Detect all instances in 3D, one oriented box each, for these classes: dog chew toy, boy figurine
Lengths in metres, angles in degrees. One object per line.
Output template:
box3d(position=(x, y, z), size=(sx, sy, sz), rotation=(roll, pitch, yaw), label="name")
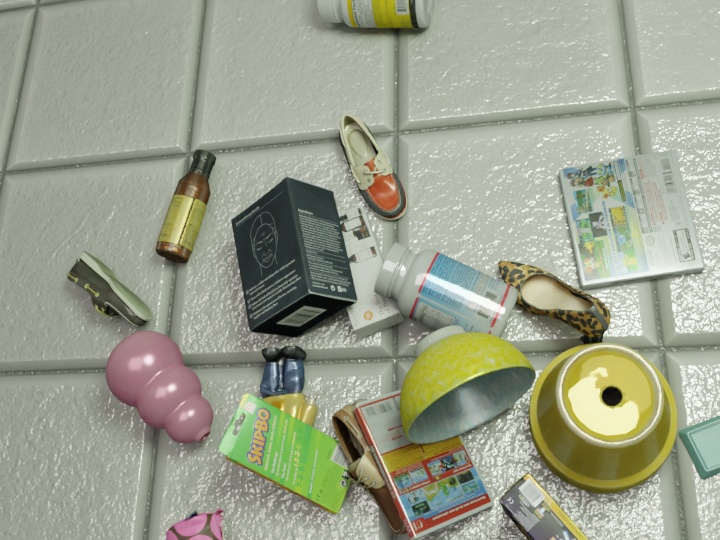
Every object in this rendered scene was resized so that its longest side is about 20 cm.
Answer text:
box3d(position=(-0.310, 0.191, 1.215), size=(0.125, 0.125, 0.200), rotation=(-44, 74, -5), label="dog chew toy")
box3d(position=(-0.127, 0.222, 1.185), size=(0.123, 0.065, 0.202), rotation=(-2, 67, 10), label="boy figurine")

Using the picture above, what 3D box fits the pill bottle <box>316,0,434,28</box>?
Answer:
box3d(position=(0.028, -0.498, 1.389), size=(0.197, 0.114, 0.116), rotation=(6, 71, 16), label="pill bottle")

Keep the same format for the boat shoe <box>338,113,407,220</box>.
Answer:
box3d(position=(0.018, -0.176, 1.299), size=(0.071, 0.063, 0.202), rotation=(-25, 67, 1), label="boat shoe")

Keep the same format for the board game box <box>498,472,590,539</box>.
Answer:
box3d(position=(0.264, 0.360, 0.978), size=(0.057, 0.166, 0.200), rotation=(-40, 65, -6), label="board game box")

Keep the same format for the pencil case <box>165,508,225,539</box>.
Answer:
box3d(position=(-0.218, 0.453, 1.110), size=(0.093, 0.091, 0.202), rotation=(-17, 68, -8), label="pencil case")

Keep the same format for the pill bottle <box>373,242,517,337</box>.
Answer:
box3d(position=(0.126, 0.036, 1.147), size=(0.198, 0.109, 0.110), rotation=(25, 77, 9), label="pill bottle")

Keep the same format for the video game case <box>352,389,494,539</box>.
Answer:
box3d(position=(0.089, 0.264, 1.097), size=(0.142, 0.017, 0.201), rotation=(-11, 62, -30), label="video game case")

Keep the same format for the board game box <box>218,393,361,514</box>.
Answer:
box3d(position=(-0.103, 0.266, 1.119), size=(0.199, 0.030, 0.096), rotation=(31, 62, -12), label="board game box")

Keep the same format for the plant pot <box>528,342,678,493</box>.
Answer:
box3d(position=(0.323, 0.184, 1.019), size=(0.198, 0.189, 0.203), rotation=(-4, 69, 11), label="plant pot")

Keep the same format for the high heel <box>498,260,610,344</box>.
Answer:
box3d(position=(0.276, 0.027, 1.113), size=(0.200, 0.143, 0.071), rotation=(40, 83, 23), label="high heel")

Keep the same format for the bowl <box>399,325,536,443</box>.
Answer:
box3d(position=(0.131, 0.142, 1.064), size=(0.198, 0.200, 0.108), rotation=(-27, 60, 3), label="bowl")

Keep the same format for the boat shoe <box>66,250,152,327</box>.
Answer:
box3d(position=(-0.434, 0.044, 1.327), size=(0.201, 0.072, 0.061), rotation=(37, 86, 30), label="boat shoe")

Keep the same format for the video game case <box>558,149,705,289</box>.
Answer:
box3d(position=(0.414, -0.080, 1.186), size=(0.180, 0.022, 0.202), rotation=(-9, 69, 10), label="video game case")

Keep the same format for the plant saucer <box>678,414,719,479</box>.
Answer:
box3d(position=(0.543, 0.214, 1.046), size=(0.198, 0.019, 0.071), rotation=(-23, 66, 4), label="plant saucer")

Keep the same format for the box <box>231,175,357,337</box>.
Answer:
box3d(position=(-0.108, -0.018, 1.215), size=(0.148, 0.106, 0.202), rotation=(-31, 62, 36), label="box")

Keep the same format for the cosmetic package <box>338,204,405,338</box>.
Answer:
box3d(position=(0.000, 0.000, 1.243), size=(0.082, 0.051, 0.202), rotation=(-22, 66, 6), label="cosmetic package")

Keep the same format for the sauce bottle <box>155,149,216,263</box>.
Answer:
box3d(position=(-0.301, -0.115, 1.355), size=(0.065, 0.066, 0.202), rotation=(11, 71, 17), label="sauce bottle")

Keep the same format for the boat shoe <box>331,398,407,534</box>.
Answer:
box3d(position=(0.014, 0.285, 1.105), size=(0.071, 0.076, 0.201), rotation=(-8, 59, -35), label="boat shoe")
